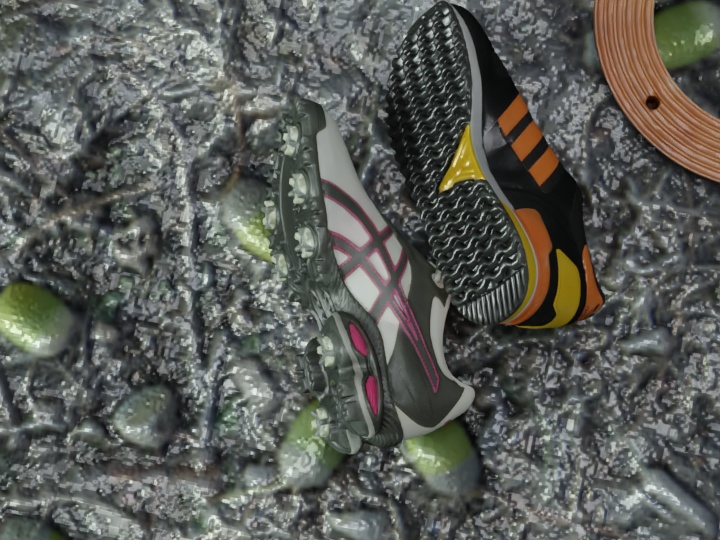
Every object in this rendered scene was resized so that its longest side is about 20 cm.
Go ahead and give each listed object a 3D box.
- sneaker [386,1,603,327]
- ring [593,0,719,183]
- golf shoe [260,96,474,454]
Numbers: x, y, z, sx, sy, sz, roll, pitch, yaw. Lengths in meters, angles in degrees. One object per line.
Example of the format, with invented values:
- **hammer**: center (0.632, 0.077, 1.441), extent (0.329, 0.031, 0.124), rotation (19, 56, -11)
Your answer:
- **sneaker**: center (0.078, -0.056, 0.955), extent (0.090, 0.070, 0.201), rotation (11, 54, -39)
- **ring**: center (0.234, -0.144, 0.991), extent (0.199, 0.019, 0.202), rotation (0, 81, 1)
- **golf shoe**: center (0.000, 0.000, 0.954), extent (0.088, 0.077, 0.201), rotation (-9, 80, -23)
